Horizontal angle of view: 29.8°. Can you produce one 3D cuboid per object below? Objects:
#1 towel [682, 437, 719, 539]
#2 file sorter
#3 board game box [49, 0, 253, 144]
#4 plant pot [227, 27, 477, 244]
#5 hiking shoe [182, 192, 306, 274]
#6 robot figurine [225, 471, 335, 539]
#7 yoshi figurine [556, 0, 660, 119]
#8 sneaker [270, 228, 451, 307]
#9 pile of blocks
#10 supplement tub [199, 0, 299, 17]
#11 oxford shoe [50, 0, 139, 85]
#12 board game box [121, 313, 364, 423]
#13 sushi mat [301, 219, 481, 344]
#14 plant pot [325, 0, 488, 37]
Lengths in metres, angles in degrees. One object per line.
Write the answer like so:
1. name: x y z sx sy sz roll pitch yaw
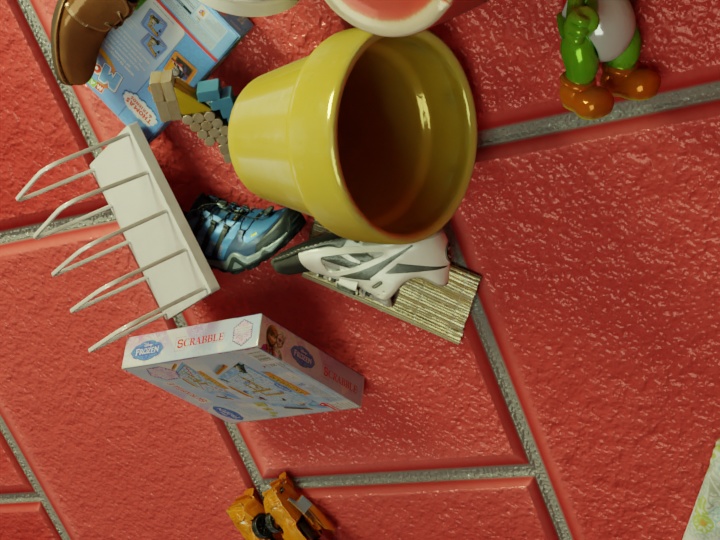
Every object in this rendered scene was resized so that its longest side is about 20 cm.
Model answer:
1. towel: 0.427 0.281 1.407 0.170 0.048 0.201 19 127 16
2. file sorter: -0.271 -0.031 1.477 0.139 0.124 0.201 -27 89 57
3. board game box: -0.223 -0.246 1.420 0.151 0.037 0.200 46 130 -5
4. plant pot: -0.020 -0.129 1.298 0.188 0.201 0.202 4 124 46
5. hiking shoe: -0.151 -0.045 1.489 0.199 0.074 0.087 -15 113 35
6. robot figurine: -0.073 0.358 1.724 0.145 0.058 0.201 -28 104 39
7. yoshi figurine: 0.219 -0.233 1.150 0.111 0.113 0.201 -2 118 11
8. sneaker: 0.000 0.000 1.414 0.198 0.074 0.089 -8 101 24
9. pile of blocks: -0.129 -0.159 1.398 0.199 0.062 0.082 35 118 -26
10. supplement tub: -0.095 -0.344 1.207 0.144 0.145 0.201 26 137 11
11. oxford shoe: -0.262 -0.263 1.363 0.071 0.071 0.201 29 127 8
12. board game box: -0.131 0.116 1.538 0.198 0.041 0.200 -11 150 32
13. sushi mat: 0.029 0.006 1.465 0.199 0.012 0.096 23 130 13
14. plant pot: 0.050 -0.296 1.146 0.199 0.177 0.202 15 127 20
